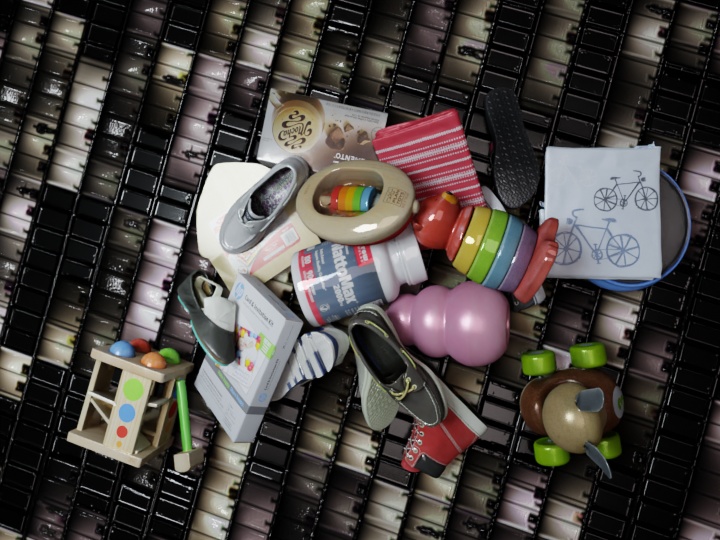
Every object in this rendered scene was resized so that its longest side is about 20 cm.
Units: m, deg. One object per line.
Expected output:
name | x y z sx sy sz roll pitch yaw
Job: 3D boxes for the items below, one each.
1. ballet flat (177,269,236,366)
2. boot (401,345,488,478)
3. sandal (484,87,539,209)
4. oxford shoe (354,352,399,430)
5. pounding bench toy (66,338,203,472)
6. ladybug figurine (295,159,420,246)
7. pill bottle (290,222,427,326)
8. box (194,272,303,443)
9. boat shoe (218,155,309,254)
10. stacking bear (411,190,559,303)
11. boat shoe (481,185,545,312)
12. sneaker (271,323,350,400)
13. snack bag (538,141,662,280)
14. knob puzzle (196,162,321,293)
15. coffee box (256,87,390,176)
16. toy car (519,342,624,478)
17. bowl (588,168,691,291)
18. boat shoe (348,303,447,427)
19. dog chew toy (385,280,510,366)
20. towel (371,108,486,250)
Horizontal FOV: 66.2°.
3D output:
ballet flat | -0.235 0.061 0.860 0.069 0.067 0.200 -54 48 7
boot | 0.088 0.227 0.856 0.144 0.073 0.200 -43 103 4
sandal | 0.239 -0.194 0.890 0.072 0.045 0.208 -5 74 -1
oxford shoe | 0.023 0.156 0.877 0.073 0.057 0.208 -17 111 -25
pounding bench toy | -0.324 0.208 0.879 0.193 0.124 0.162 17 90 5
ladybug figurine | -0.002 -0.091 0.798 0.194 0.072 0.139 11 64 30
pill bottle | 0.000 0.000 0.858 0.193 0.120 0.124 -19 87 6
box | -0.178 0.131 0.856 0.155 0.040 0.205 34 102 43
boat shoe | -0.156 -0.094 0.849 0.197 0.069 0.073 -36 95 19
stacking bear | 0.167 -0.045 0.786 0.194 0.122 0.116 25 124 7
boat shoe | 0.219 -0.029 0.873 0.065 0.070 0.205 -27 94 2
sneaker | -0.085 0.142 0.886 0.195 0.114 0.083 -24 84 33
snack bag | 0.363 -0.090 0.843 0.181 0.021 0.209 0 89 4
knob puzzle | -0.184 -0.085 0.915 0.210 0.030 0.229 0 95 4
coffee box | -0.056 -0.206 0.890 0.192 0.080 0.118 14 90 5
toy car | 0.320 0.204 0.787 0.151 0.200 0.171 -9 88 4
bowl | 0.417 -0.072 0.868 0.192 0.039 0.210 0 88 5
boat shoe | 0.050 0.145 0.783 0.071 0.061 0.203 -37 91 25
dog chew toy | 0.129 0.078 0.851 0.193 0.124 0.130 2 88 22
towel | 0.110 -0.130 0.834 0.140 0.023 0.205 -8 119 31
